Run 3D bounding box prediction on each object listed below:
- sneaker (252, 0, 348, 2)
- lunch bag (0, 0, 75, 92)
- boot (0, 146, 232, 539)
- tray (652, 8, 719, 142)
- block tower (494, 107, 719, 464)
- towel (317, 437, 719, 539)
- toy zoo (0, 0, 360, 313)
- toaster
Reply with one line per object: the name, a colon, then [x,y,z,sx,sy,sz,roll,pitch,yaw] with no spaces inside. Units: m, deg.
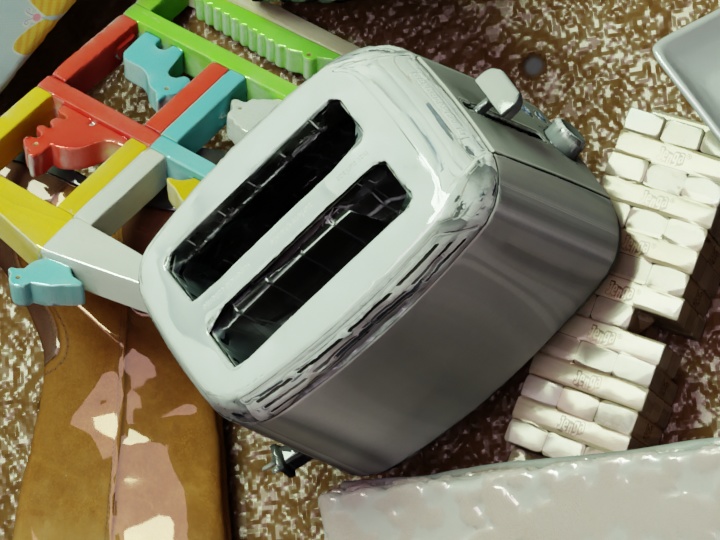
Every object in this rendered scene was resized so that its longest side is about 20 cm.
sneaker: [-0.013,-0.164,0.944,0.074,0.200,0.088,-1,93,-18]
lunch bag: [-0.199,-0.185,1.049,0.170,0.127,0.200,-50,43,4]
boot: [-0.144,0.045,1.022,0.188,0.068,0.201,2,81,6]
tray: [0.211,-0.030,0.903,0.107,0.022,0.200,-28,75,-30]
block tower: [0.111,0.028,0.937,0.054,0.058,0.201,19,85,21]
towel: [0.083,0.169,0.887,0.199,0.032,0.192,-9,93,32]
toy zoo: [-0.089,-0.053,0.982,0.131,0.020,0.200,29,54,22]
toaster: [0.000,0.000,0.894,0.200,0.129,0.114,-42,60,13]
